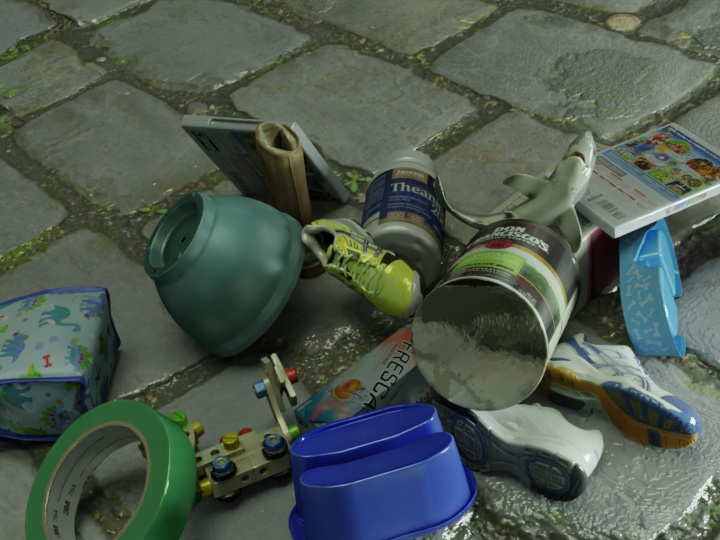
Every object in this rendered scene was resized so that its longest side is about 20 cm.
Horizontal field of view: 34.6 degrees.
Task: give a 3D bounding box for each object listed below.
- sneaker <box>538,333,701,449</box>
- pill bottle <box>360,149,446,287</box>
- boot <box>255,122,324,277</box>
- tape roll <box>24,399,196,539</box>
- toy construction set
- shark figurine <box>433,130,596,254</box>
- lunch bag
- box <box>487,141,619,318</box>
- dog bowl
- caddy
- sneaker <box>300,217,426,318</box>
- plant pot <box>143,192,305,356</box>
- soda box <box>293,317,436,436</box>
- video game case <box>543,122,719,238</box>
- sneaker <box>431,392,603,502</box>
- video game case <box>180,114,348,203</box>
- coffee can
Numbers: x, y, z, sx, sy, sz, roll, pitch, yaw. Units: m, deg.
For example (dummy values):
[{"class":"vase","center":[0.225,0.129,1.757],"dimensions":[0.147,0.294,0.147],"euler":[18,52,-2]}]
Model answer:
[{"class":"sneaker","center":[0.285,0.118,1.239],"dimensions":[0.199,0.076,0.088],"euler":[25,51,39]},{"class":"pill bottle","center":[0.057,-0.071,1.521],"dimensions":[0.109,0.112,0.201],"euler":[-5,38,11]},{"class":"boot","center":[-0.105,-0.112,1.551],"dimensions":[0.066,0.202,0.175],"euler":[-28,39,-18]},{"class":"tape roll","center":[-0.265,0.238,1.217],"dimensions":[0.199,0.048,0.202],"euler":[-18,53,25]},{"class":"toy construction set","center":[-0.144,0.186,1.286],"dimensions":[0.199,0.093,0.131],"euler":[-32,39,-5]},{"class":"shark figurine","center":[0.190,-0.077,1.357],"dimensions":[0.212,0.130,0.089],"euler":[-14,10,26]},{"class":"lunch bag","center":[-0.411,0.117,1.420],"dimensions":[0.197,0.129,0.171],"euler":[-1,38,1]},{"class":"box","center":[0.271,-0.056,1.436],"dimensions":[0.199,0.110,0.127],"euler":[-37,45,-27]},{"class":"dog bowl","center":[0.334,0.017,1.330],"dimensions":[0.049,0.112,0.201],"euler":[-14,35,23]},{"class":"caddy","center":[0.019,0.219,1.172],"dimensions":[0.198,0.106,0.141],"euler":[-15,21,-7]},{"class":"sneaker","center":[0.000,0.000,1.378],"dimensions":[0.076,0.076,0.199],"euler":[2,23,-42]},{"class":"plant pot","center":[-0.183,-0.014,1.433],"dimensions":[0.199,0.134,0.202],"euler":[-33,39,31]},{"class":"soda box","center":[0.022,0.138,1.300],"dimensions":[0.199,0.069,0.063],"euler":[-36,42,-28]},{"class":"video game case","center":[0.340,-0.111,1.379],"dimensions":[0.198,0.018,0.143],"euler":[-22,38,-17]},{"class":"sneaker","center":[0.165,0.174,1.225],"dimensions":[0.199,0.075,0.087],"euler":[24,38,30]},{"class":"video game case","center":[-0.132,-0.156,1.629],"dimensions":[0.180,0.200,0.022],"euler":[7,68,25]},{"class":"coffee can","center":[0.152,0.044,1.254],"dimensions":[0.145,0.148,0.200],"euler":[2,20,20]}]
